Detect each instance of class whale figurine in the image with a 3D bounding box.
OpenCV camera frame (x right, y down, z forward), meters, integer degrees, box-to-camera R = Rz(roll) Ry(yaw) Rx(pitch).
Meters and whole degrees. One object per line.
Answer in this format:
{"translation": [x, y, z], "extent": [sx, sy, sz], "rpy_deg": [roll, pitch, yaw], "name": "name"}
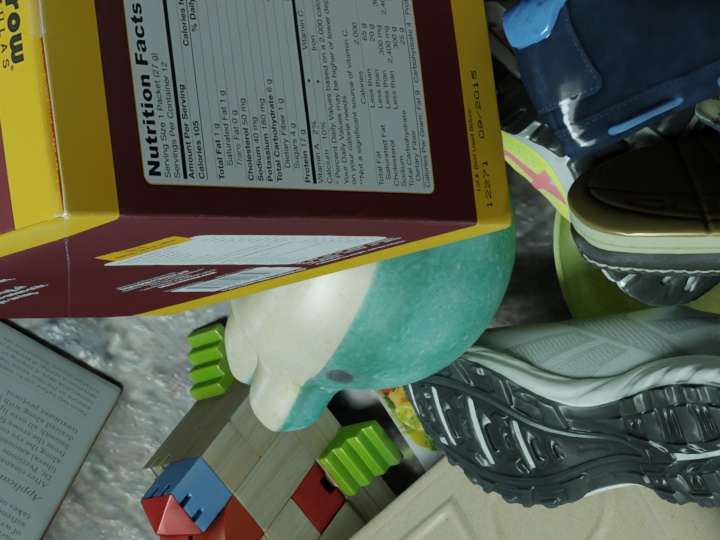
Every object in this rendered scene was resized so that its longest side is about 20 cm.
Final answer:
{"translation": [0.000, 0.000, 0.910], "extent": [0.103, 0.160, 0.200], "rpy_deg": [19, 158, -11], "name": "whale figurine"}

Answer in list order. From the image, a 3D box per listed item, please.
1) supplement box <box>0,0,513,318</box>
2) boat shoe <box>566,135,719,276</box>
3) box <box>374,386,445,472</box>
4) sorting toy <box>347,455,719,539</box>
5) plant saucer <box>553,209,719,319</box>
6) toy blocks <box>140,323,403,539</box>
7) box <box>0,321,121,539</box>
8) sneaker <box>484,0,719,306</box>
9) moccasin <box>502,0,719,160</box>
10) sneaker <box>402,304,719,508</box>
{"translation": [-0.091, -0.063, 0.741], "extent": [0.197, 0.199, 0.134], "rpy_deg": [-14, 80, 44], "name": "supplement box"}
{"translation": [0.175, -0.012, 0.812], "extent": [0.199, 0.073, 0.065], "rpy_deg": [-3, 125, -9], "name": "boat shoe"}
{"translation": [0.053, 0.085, 1.025], "extent": [0.039, 0.042, 0.200], "rpy_deg": [-16, 121, 30], "name": "box"}
{"translation": [0.079, 0.155, 0.923], "extent": [0.200, 0.186, 0.036], "rpy_deg": [-40, 144, 14], "name": "sorting toy"}
{"translation": [0.183, -0.010, 0.912], "extent": [0.199, 0.031, 0.201], "rpy_deg": [10, 128, 13], "name": "plant saucer"}
{"translation": [-0.044, 0.143, 1.028], "extent": [0.100, 0.137, 0.200], "rpy_deg": [-17, 117, 47], "name": "toy blocks"}
{"translation": [-0.222, 0.142, 1.061], "extent": [0.106, 0.200, 0.152], "rpy_deg": [29, 131, -5], "name": "box"}
{"translation": [0.085, -0.066, 0.849], "extent": [0.078, 0.090, 0.200], "rpy_deg": [-45, 120, 0], "name": "sneaker"}
{"translation": [0.136, -0.078, 0.782], "extent": [0.080, 0.199, 0.069], "rpy_deg": [-19, 84, 61], "name": "moccasin"}
{"translation": [0.104, 0.052, 0.894], "extent": [0.199, 0.079, 0.074], "rpy_deg": [1, 124, 37], "name": "sneaker"}
